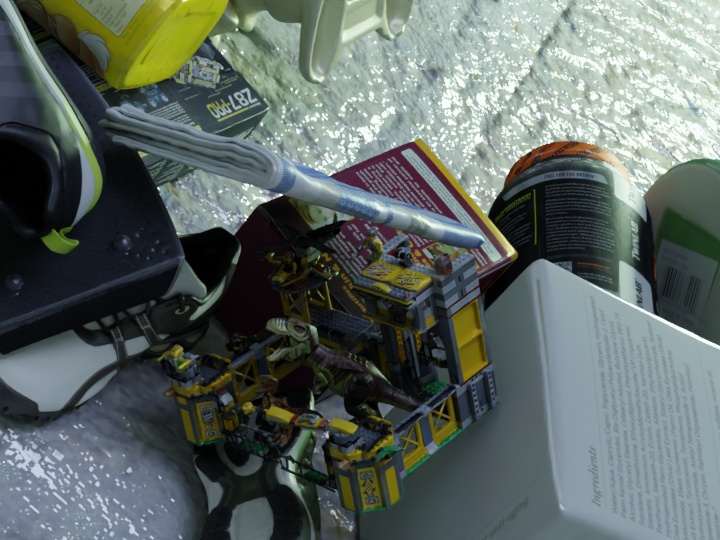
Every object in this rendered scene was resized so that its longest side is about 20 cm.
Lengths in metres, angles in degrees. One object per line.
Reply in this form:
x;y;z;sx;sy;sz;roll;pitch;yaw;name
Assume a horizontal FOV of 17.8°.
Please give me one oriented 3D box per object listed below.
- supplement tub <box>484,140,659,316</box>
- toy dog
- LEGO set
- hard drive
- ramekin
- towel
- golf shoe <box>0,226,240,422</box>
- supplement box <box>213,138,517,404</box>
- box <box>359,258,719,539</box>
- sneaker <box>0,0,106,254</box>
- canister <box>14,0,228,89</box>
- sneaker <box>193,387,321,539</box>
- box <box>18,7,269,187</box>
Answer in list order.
0.147;0.008;1.607;0.122;0.123;0.201;28;38;-20;supplement tub
-0.081;-0.239;1.602;0.199;0.195;0.140;20;42;26;toy dog
-0.021;0.036;1.291;0.153;0.117;0.199;-29;33;-29;LEGO set
-0.191;-0.040;1.320;0.134;0.043;0.200;-21;48;-16;hard drive
0.266;0.015;1.661;0.097;0.200;0.201;11;45;-27;ramekin
-0.037;-0.053;1.328;0.146;0.024;0.199;19;2;40;towel
-0.146;0.019;1.331;0.078;0.095;0.200;50;37;8;golf shoe
0.000;0.000;1.501;0.111;0.086;0.200;49;35;11;supplement box
0.119;0.147;1.366;0.170;0.199;0.201;25;39;-23;box
-0.208;-0.098;1.225;0.200;0.072;0.083;50;27;-11;sneaker
-0.188;-0.206;1.429;0.200;0.087;0.148;40;14;5;canister
-0.051;0.146;1.335;0.201;0.076;0.089;-87;159;-57;sneaker
-0.171;-0.127;1.499;0.161;0.049;0.200;46;34;8;box
